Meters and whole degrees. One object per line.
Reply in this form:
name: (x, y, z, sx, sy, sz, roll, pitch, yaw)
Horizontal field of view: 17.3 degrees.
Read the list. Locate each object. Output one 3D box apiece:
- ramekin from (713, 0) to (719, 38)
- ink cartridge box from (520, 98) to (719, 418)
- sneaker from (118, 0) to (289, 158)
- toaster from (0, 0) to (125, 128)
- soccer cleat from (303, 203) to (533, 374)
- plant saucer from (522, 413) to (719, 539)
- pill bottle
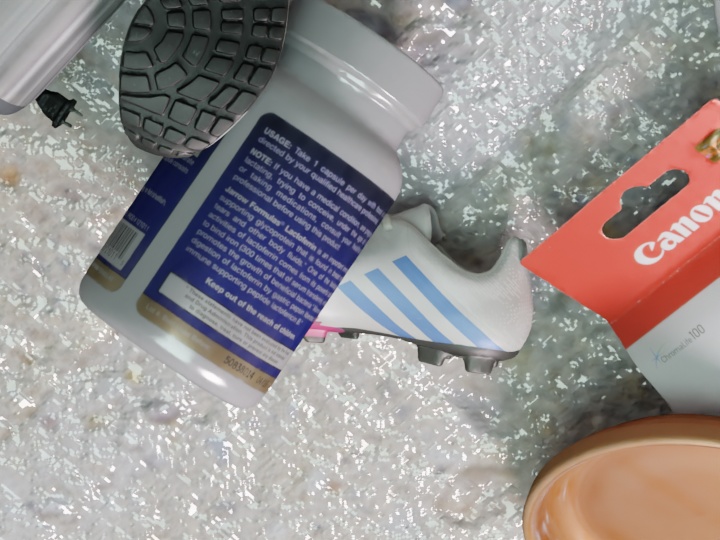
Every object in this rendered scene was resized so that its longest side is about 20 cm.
ramekin: (0.280, -0.130, 1.193, 0.201, 0.094, 0.203, 3, 122, 4)
ink cartridge box: (0.211, 0.017, 1.273, 0.200, 0.057, 0.162, 28, 130, -26)
sneaker: (-0.068, -0.153, 1.210, 0.075, 0.088, 0.201, 20, 93, -7)
toaster: (-0.186, -0.177, 1.221, 0.129, 0.114, 0.200, -41, 102, 21)
soccer cleat: (0.000, 0.000, 1.323, 0.199, 0.070, 0.087, 9, 95, 5)
plant saucer: (0.193, 0.144, 1.350, 0.199, 0.038, 0.201, 8, 140, 7)
pill bottle: (-0.049, -0.038, 1.241, 0.116, 0.116, 0.200, 34, 89, -11)
